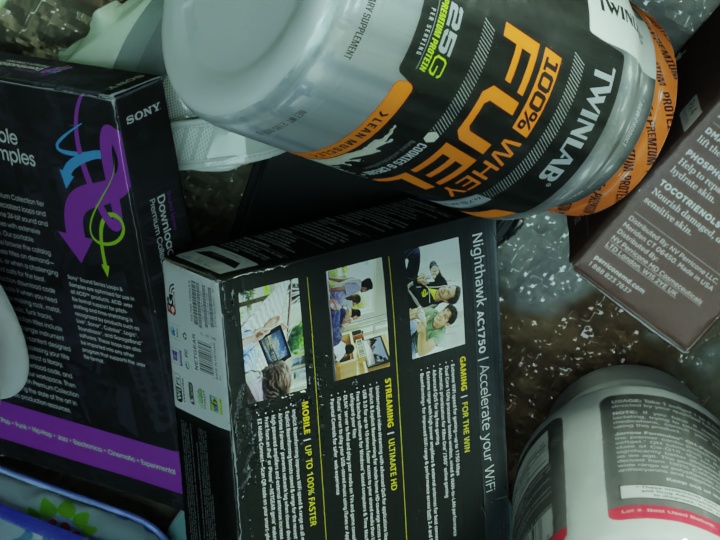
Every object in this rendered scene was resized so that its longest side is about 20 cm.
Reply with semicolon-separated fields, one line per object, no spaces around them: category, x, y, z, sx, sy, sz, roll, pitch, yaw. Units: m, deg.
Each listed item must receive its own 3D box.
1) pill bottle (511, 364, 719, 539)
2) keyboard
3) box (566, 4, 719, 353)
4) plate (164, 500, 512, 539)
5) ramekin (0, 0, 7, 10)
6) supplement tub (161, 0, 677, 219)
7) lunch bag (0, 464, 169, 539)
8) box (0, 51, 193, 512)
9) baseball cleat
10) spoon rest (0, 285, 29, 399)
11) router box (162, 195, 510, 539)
pill bottle;0.123;0.119;1.131;0.111;0.200;0.111;1;113;3
keyboard;0.000;0.000;1.187;0.127;0.021;0.200;19;113;-4
box;0.176;-0.071;1.105;0.075;0.100;0.200;37;109;-12
plate;-0.005;0.171;1.244;0.200;0.026;0.200;0;118;1
ramekin;-0.225;-0.172;1.063;0.200;0.098;0.200;0;97;-1
supplement tub;0.029;-0.093;1.040;0.200;0.123;0.123;16;116;-38
lunch bag;-0.193;0.161;1.187;0.200;0.161;0.082;24;137;-7
box;-0.130;0.002;1.144;0.143;0.036;0.200;12;121;41
baseball cleat;-0.041;-0.113;1.111;0.200;0.070;0.106;-37;89;27
spoon rest;-0.214;-0.026;1.155;0.061;0.099;0.200;-40;101;-30
router box;-0.007;0.078;1.131;0.149;0.051;0.200;-14;110;-32
